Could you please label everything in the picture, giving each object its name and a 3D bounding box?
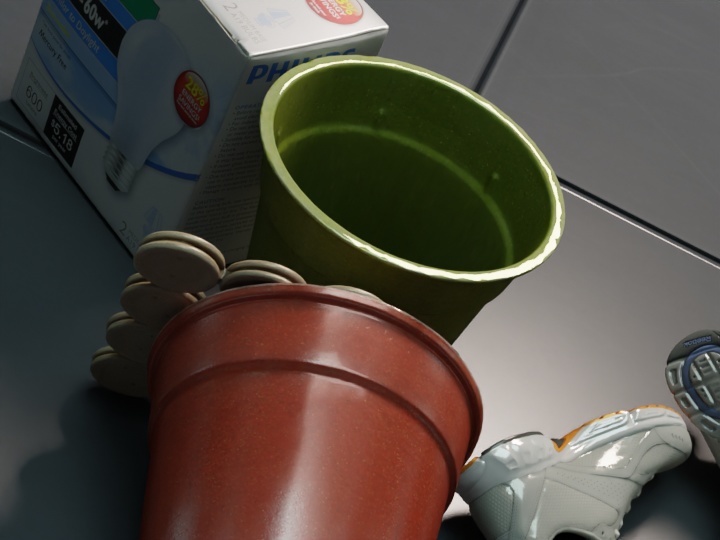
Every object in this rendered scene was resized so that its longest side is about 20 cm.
[{"bbox_3d":[0.277,0.134,1.479,0.201,0.074,0.087,68,11,19],"label":"sneaker"},{"bbox_3d":[-0.041,0.145,1.211,0.200,0.201,0.196,19,47,-9],"label":"plant pot"},{"bbox_3d":[0.146,0.148,1.408,0.199,0.076,0.092,-10,71,-39],"label":"sneaker"},{"bbox_3d":[0.000,0.000,1.383,0.199,0.190,0.200,16,40,-14],"label":"plant pot"},{"bbox_3d":[-0.113,-0.138,1.467,0.125,0.200,0.198,-16,54,-40],"label":"light bulb box"},{"bbox_3d":[-0.074,0.043,1.293,0.153,0.200,0.017,17,59,-9],"label":"memory tile"}]
